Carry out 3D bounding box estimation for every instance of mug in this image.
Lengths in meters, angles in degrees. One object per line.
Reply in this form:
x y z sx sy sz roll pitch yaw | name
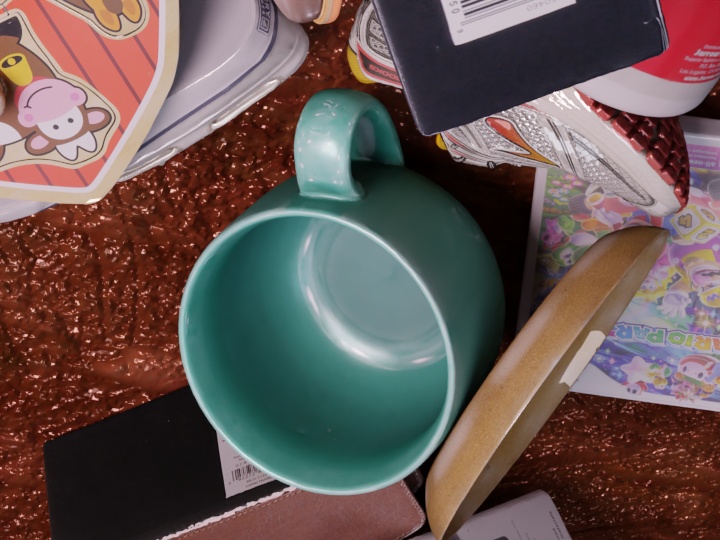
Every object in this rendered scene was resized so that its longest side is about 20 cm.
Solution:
0.005 0.010 0.988 0.152 0.114 0.186 39 121 5 | mug

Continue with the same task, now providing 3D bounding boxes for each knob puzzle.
-0.165 -0.103 0.838 0.217 0.031 0.221 0 126 0 | knob puzzle

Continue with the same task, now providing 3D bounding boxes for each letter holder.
-0.062 0.141 1.128 0.198 0.101 0.143 -22 136 7 | letter holder

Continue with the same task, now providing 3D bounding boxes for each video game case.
0.162 -0.003 1.073 0.142 0.018 0.201 7 134 5 | video game case

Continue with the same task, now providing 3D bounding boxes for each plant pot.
0.091 0.054 1.006 0.027 0.200 0.201 36 126 10 | plant pot

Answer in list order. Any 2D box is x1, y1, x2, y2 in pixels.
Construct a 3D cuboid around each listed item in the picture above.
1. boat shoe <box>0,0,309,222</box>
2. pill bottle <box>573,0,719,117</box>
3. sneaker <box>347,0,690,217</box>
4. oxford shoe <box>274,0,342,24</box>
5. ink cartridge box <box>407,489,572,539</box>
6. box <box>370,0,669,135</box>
-0.114 -0.076 0.933 0.199 0.072 0.066 -32 152 20 | boat shoe
0.154 -0.177 0.868 0.111 0.113 0.201 12 129 -24 | pill bottle
0.082 -0.086 0.963 0.199 0.078 0.082 32 128 -16 | sneaker
-0.062 -0.184 0.830 0.072 0.071 0.201 -29 125 -9 | oxford shoe
0.025 0.212 1.149 0.145 0.084 0.199 -35 166 35 | ink cartridge box
0.035 -0.182 0.771 0.106 0.201 0.149 -19 135 3 | box
